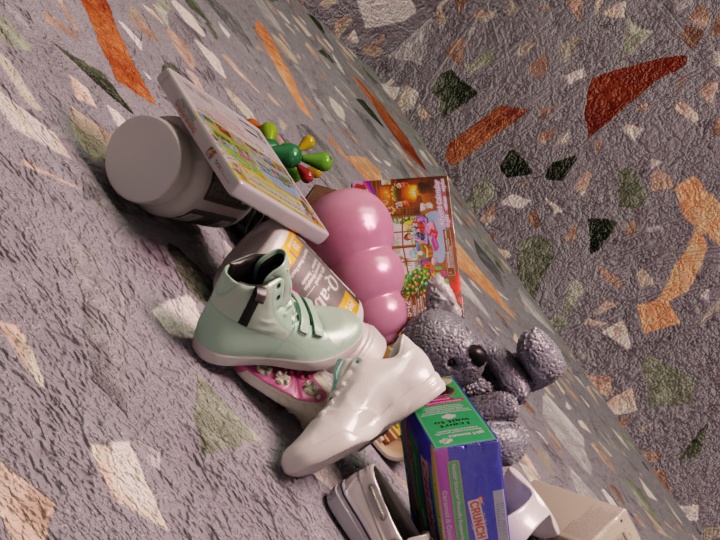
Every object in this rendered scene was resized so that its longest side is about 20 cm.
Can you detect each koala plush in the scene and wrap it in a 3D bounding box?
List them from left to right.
[{"bbox_3d":[0.120,0.121,1.524,0.200,0.179,0.182,41,-23,-32],"label":"koala plush"}]

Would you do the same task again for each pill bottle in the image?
[{"bbox_3d":[-0.202,-0.114,1.384,0.114,0.113,0.200,53,12,14],"label":"pill bottle"},{"bbox_3d":[-0.067,0.046,1.394,0.200,0.116,0.117,46,13,-19],"label":"pill bottle"}]

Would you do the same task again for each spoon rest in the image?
[{"bbox_3d":[0.198,0.284,1.421,0.100,0.060,0.200,53,15,7],"label":"spoon rest"}]

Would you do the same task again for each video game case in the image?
[{"bbox_3d":[-0.130,-0.125,1.356,0.183,0.023,0.200,56,13,28],"label":"video game case"}]

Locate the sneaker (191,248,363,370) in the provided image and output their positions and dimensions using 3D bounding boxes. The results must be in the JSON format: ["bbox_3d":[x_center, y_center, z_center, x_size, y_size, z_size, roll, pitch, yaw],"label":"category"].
[{"bbox_3d":[-0.065,0.037,1.231,0.198,0.119,0.074,-2,40,-35],"label":"sneaker"}]

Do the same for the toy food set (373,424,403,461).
[{"bbox_3d":[0.019,0.146,1.535,0.201,0.060,0.143,51,12,5],"label":"toy food set"}]

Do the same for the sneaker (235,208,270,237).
[{"bbox_3d":[-0.149,-0.077,1.562,0.114,0.076,0.200,36,17,-39],"label":"sneaker"}]

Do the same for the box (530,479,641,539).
[{"bbox_3d":[0.277,0.346,1.600,0.069,0.082,0.199,60,-21,-16],"label":"box"}]

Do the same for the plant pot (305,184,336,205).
[{"bbox_3d":[-0.010,-0.027,1.716,0.199,0.188,0.187,36,14,-6],"label":"plant pot"}]

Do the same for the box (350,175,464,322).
[{"bbox_3d":[0.062,-0.024,1.622,0.039,0.134,0.204,105,-20,-73],"label":"box"}]

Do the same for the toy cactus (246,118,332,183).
[{"bbox_3d":[-0.144,-0.160,1.679,0.198,0.104,0.164,24,11,22],"label":"toy cactus"}]

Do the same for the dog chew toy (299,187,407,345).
[{"bbox_3d":[0.000,0.000,1.529,0.203,0.123,0.124,69,17,13],"label":"dog chew toy"}]

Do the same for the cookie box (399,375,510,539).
[{"bbox_3d":[0.098,0.228,1.296,0.200,0.074,0.174,-128,-151,-73],"label":"cookie box"}]

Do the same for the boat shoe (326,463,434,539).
[{"bbox_3d":[0.046,0.288,1.208,0.201,0.067,0.073,52,13,6],"label":"boat shoe"}]

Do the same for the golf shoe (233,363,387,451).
[{"bbox_3d":[-0.054,0.141,1.294,0.198,0.092,0.076,23,38,-16],"label":"golf shoe"}]

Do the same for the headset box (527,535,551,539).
[{"bbox_3d":[0.174,0.336,1.502,0.201,0.077,0.149,51,12,6],"label":"headset box"}]

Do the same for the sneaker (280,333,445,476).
[{"bbox_3d":[-0.011,0.135,1.229,0.089,0.198,0.075,57,-30,7],"label":"sneaker"}]

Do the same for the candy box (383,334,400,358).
[{"bbox_3d":[0.067,0.143,1.727,0.117,0.056,0.200,50,14,-2],"label":"candy box"}]
